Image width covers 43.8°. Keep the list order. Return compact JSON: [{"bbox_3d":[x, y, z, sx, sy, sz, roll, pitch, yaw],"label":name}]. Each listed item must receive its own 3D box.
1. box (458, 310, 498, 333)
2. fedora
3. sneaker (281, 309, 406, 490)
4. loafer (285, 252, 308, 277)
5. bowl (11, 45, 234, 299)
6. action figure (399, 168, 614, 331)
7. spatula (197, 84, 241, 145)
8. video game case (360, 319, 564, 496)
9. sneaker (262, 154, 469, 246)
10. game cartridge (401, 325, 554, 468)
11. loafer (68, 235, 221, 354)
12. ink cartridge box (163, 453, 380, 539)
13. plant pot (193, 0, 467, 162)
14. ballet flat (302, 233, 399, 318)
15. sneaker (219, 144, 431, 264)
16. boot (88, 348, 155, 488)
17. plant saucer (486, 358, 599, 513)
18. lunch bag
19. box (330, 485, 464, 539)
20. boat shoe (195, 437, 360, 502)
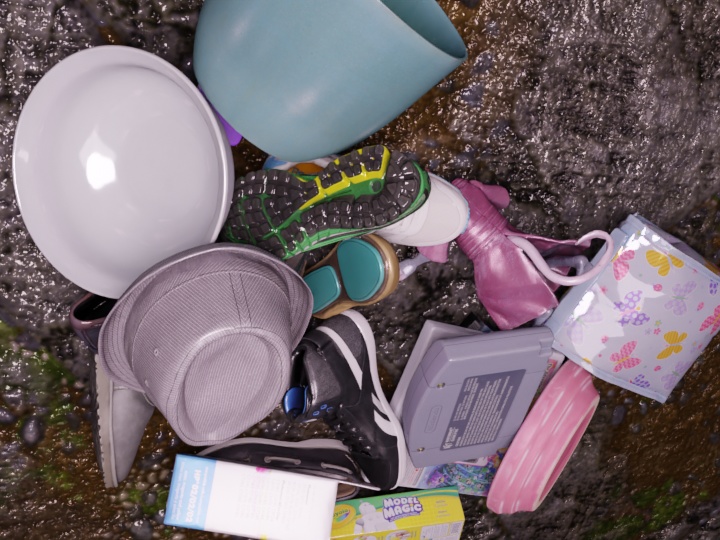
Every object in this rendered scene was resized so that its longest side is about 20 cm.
[{"bbox_3d":[0.114,0.161,1.044,0.137,0.040,0.200,37,99,-31],"label":"box"},{"bbox_3d":[-0.117,0.074,0.722,0.175,0.091,0.201,8,132,-31],"label":"fedora"},{"bbox_3d":[-0.025,0.151,0.915,0.111,0.073,0.202,-27,106,-43],"label":"sneaker"},{"bbox_3d":[-0.100,0.037,0.862,0.063,0.072,0.201,41,77,-28],"label":"loafer"},{"bbox_3d":[-0.183,-0.083,0.753,0.199,0.090,0.203,3,102,17],"label":"bowl"},{"bbox_3d":[0.120,-0.030,0.879,0.200,0.149,0.134,43,71,2],"label":"action figure"},{"bbox_3d":[-0.156,-0.091,0.821,0.056,0.021,0.201,23,110,-24],"label":"spatula"},{"bbox_3d":[0.115,0.161,1.007,0.181,0.024,0.202,13,110,-26],"label":"video game case"},{"bbox_3d":[0.005,-0.063,0.828,0.198,0.081,0.077,14,108,-3],"label":"sneaker"},{"bbox_3d":[0.111,0.132,0.916,0.132,0.042,0.201,-3,139,-12],"label":"game cartridge"},{"bbox_3d":[-0.174,0.006,0.821,0.199,0.072,0.063,-35,157,-7],"label":"loafer"},{"bbox_3d":[-0.088,0.232,0.896,0.198,0.115,0.069,10,78,-5],"label":"ink cartridge box"},{"bbox_3d":[-0.039,-0.186,0.722,0.200,0.201,0.161,33,117,-31],"label":"plant pot"},{"bbox_3d":[0.000,0.000,0.848,0.063,0.200,0.069,-13,87,-27],"label":"ballet flat"},{"bbox_3d":[-0.032,-0.048,0.752,0.198,0.085,0.079,-9,84,24],"label":"sneaker"},{"bbox_3d":[-0.169,0.127,0.908,0.198,0.073,0.184,-5,117,-26],"label":"boot"},{"bbox_3d":[0.216,0.197,1.028,0.201,0.051,0.201,-47,155,-30],"label":"plant saucer"},{"bbox_3d":[0.305,0.033,1.004,0.199,0.127,0.170,20,110,-38],"label":"lunch bag"},{"bbox_3d":[0.015,0.309,1.044,0.198,0.049,0.118,-7,140,-9],"label":"box"},{"bbox_3d":[-0.096,0.231,0.986,0.198,0.060,0.075,3,117,-22],"label":"boat shoe"}]
